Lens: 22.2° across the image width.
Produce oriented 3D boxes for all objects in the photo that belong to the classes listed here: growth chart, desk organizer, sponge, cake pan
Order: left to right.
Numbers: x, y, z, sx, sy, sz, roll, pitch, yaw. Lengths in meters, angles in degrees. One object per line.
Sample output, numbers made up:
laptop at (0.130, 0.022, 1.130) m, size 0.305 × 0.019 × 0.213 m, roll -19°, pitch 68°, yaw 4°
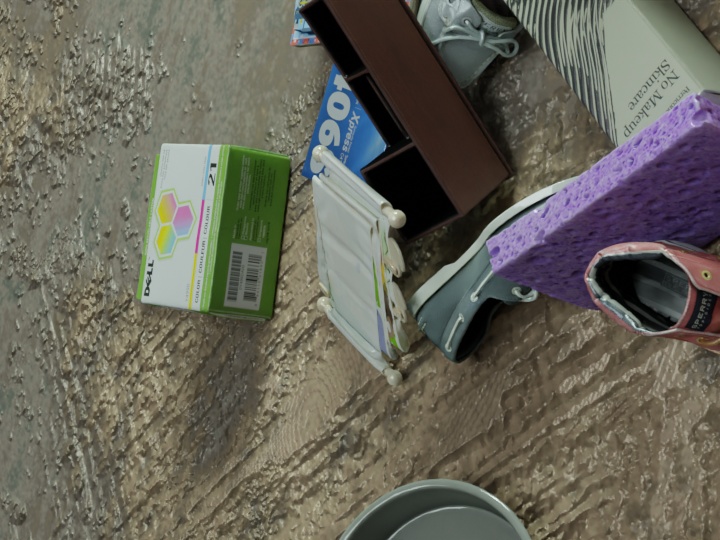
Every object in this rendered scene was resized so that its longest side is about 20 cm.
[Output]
growth chart at (0.000, 0.000, 1.444) m, size 0.145 × 0.018 × 0.201 m, roll 48°, pitch 152°, yaw 39°
desk organizer at (0.023, -0.128, 1.393) m, size 0.072 × 0.077 × 0.200 m, roll -26°, pitch 100°, yaw 43°
cake pan at (0.056, 0.257, 1.363) m, size 0.200 × 0.037 × 0.201 m, roll -13°, pitch 65°, yaw 30°
sponge at (0.191, -0.040, 1.241) m, size 0.200 × 0.111 × 0.030 m, roll -37°, pitch 47°, yaw 38°

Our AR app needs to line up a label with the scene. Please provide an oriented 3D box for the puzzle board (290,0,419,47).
puzzle board at (0.001, -0.261, 1.496) m, size 0.200 × 0.017 × 0.151 m, roll 7°, pitch 86°, yaw 61°

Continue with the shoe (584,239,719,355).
shoe at (0.241, 0.033, 1.170) m, size 0.200 × 0.091 × 0.072 m, roll 25°, pitch 106°, yaw 35°

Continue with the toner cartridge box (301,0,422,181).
toner cartridge box at (0.020, -0.157, 1.502) m, size 0.095 × 0.043 × 0.201 m, roll 26°, pitch 103°, yaw 46°

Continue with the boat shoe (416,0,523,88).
boat shoe at (0.109, -0.217, 1.388) m, size 0.202 × 0.074 × 0.065 m, roll -53°, pitch 35°, yaw 19°

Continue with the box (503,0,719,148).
box at (0.188, -0.156, 1.297) m, size 0.082 × 0.068 × 0.200 m, roll -55°, pitch 48°, yaw 27°

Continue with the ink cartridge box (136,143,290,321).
ink cartridge box at (-0.161, -0.038, 1.659) m, size 0.200 × 0.076 × 0.149 m, roll 5°, pitch 88°, yaw 47°

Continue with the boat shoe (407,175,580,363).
boat shoe at (0.114, 0.000, 1.362) m, size 0.200 × 0.073 × 0.062 m, roll -42°, pitch 68°, yaw 39°
